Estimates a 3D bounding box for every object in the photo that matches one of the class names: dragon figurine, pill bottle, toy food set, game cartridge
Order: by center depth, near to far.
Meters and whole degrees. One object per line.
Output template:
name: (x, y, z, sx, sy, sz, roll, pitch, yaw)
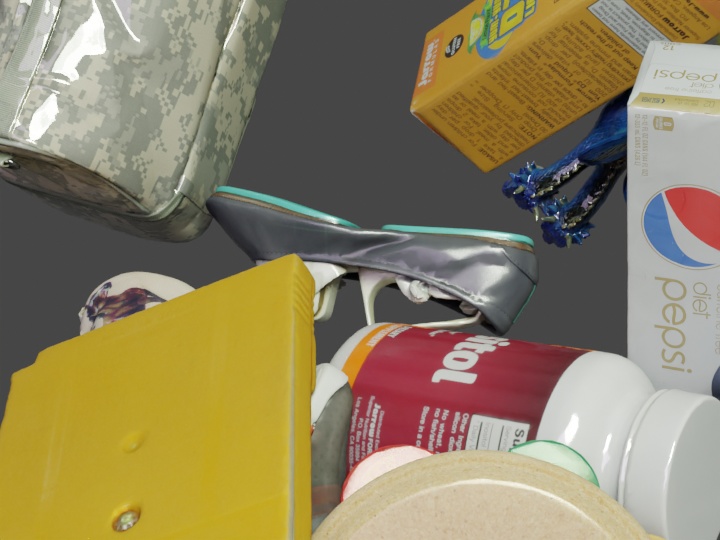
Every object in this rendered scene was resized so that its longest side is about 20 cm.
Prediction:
toy food set: (0.055, 0.175, 0.829, 0.198, 0.049, 0.200, 39, 85, 7)
game cartridge: (-0.103, 0.093, 0.887, 0.175, 0.033, 0.201, -20, 37, 17)
pill bottle: (0.082, 0.092, 0.934, 0.199, 0.113, 0.114, 7, 79, 33)
dragon figurine: (0.155, -0.067, 0.964, 0.059, 0.200, 0.100, 42, 64, -18)

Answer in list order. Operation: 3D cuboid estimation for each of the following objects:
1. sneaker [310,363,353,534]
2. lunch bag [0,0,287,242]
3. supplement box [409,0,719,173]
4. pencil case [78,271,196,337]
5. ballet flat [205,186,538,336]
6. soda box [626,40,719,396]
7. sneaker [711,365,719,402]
sneaker: (-0.029, 0.148, 0.904, 0.082, 0.077, 0.201, 21, 76, -17)
lunch bag: (-0.143, -0.134, 1.040, 0.139, 0.168, 0.201, 18, 83, 18)
supplement box: (0.116, -0.131, 0.966, 0.200, 0.069, 0.067, -33, 34, 42)
pencil case: (-0.124, 0.090, 0.991, 0.089, 0.078, 0.201, -2, 42, 2)
ballet flat: (0.000, 0.000, 1.026, 0.199, 0.073, 0.074, 10, 81, 15)
soda box: (0.171, -0.013, 0.917, 0.068, 0.201, 0.064, 7, 39, 17)
sneaker: (0.261, 0.096, 0.910, 0.200, 0.074, 0.082, 38, 86, -11)
